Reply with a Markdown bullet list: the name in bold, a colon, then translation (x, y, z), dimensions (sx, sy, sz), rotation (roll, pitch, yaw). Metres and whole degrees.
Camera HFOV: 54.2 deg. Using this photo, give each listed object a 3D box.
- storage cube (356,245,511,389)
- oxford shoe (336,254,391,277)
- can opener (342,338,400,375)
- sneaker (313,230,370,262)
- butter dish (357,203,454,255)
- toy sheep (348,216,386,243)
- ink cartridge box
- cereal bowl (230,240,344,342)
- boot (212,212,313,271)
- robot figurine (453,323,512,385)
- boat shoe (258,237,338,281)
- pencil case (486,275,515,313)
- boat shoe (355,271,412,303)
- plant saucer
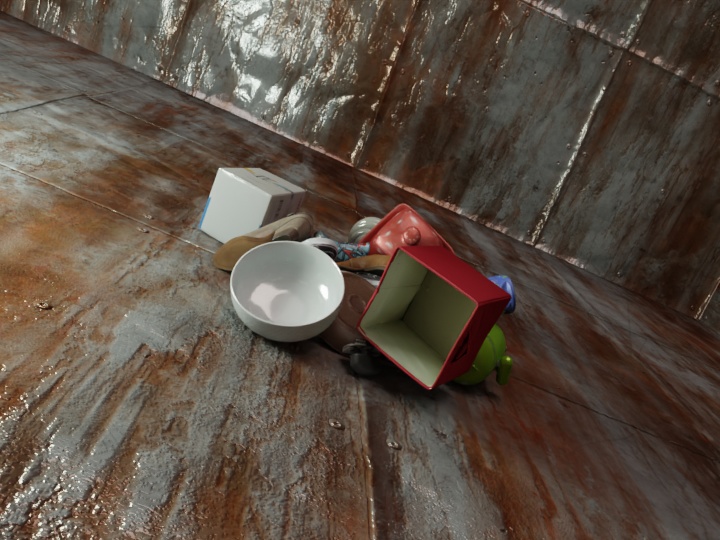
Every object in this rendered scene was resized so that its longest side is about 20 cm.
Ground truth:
- **storage cube**: translation (0.131, 0.075, 1.226), dimensions (0.198, 0.174, 0.178), rotation (36, 19, 24)
- **oxford shoe**: translation (0.000, 0.000, 1.548), dimensions (0.196, 0.072, 0.072), rotation (0, 41, 31)
- **can opener**: translation (0.049, 0.162, 1.260), dimensions (0.197, 0.068, 0.052), rotation (14, -25, -38)
- **sneaker**: translation (-0.021, -0.040, 1.625), dimensions (0.199, 0.096, 0.080), rotation (39, 16, -22)
- **butter dish**: translation (0.113, -0.060, 1.680), dimensions (0.200, 0.199, 0.148), rotation (45, -16, 9)
- **toy sheep**: translation (0.029, -0.076, 1.852), dimensions (0.135, 0.140, 0.200), rotation (26, 21, 7)
- **ink cartridge box**: translation (-0.242, -0.139, 1.605), dimensions (0.142, 0.150, 0.200), rotation (27, 15, 13)
- **cereal bowl**: translation (-0.128, 0.046, 1.220), dimensions (0.194, 0.084, 0.203), rotation (6, 46, -6)
- **boot**: translation (-0.187, -0.062, 1.421), dimensions (0.195, 0.072, 0.147), rotation (-13, 17, 14)
- **robot figurine**: translation (0.222, 0.157, 1.398), dimensions (0.172, 0.118, 0.199), rotation (23, 15, 20)
- **boat shoe**: translation (-0.123, -0.005, 1.332), dimensions (0.196, 0.073, 0.068), rotation (-14, 44, -28)
- **pencil case**: translation (0.217, 0.051, 1.436), dimensions (0.194, 0.089, 0.078), rotation (-2, -21, -4)
- **boat shoe**: translation (0.046, 0.043, 1.440), dimensions (0.197, 0.072, 0.066), rotation (10, 33, 42)
- **plant saucer**: translation (-0.013, 0.072, 1.317), dimensions (0.197, 0.037, 0.203), rotation (23, 42, -21)
